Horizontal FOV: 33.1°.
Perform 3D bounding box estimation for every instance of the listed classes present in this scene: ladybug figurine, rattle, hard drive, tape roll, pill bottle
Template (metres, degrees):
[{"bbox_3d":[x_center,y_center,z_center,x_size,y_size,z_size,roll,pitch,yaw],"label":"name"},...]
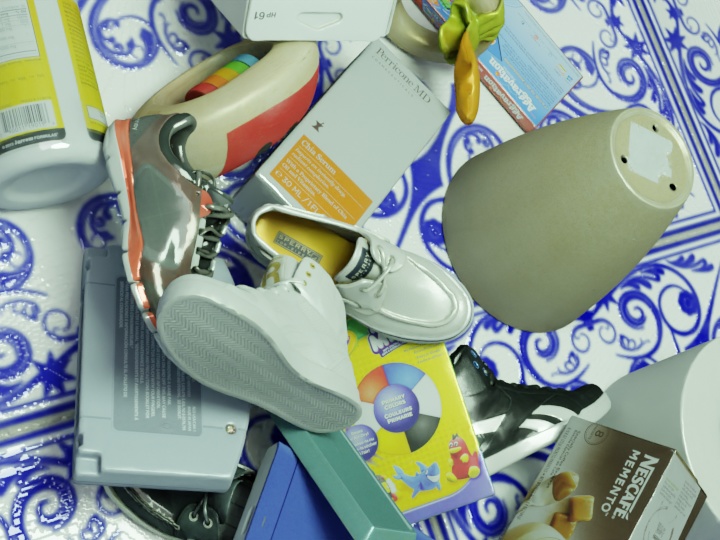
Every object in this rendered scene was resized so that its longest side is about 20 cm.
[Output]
[{"bbox_3d":[-0.105,-0.136,1.013,0.200,0.135,0.073,-40,120,-31],"label":"ladybug figurine"},{"bbox_3d":[0.027,-0.229,1.124,0.198,0.130,0.145,26,74,-13],"label":"rattle"},{"bbox_3d":[-0.005,0.235,0.904,0.199,0.025,0.133,35,49,-18],"label":"hard drive"},{"bbox_3d":[0.328,0.173,1.121,0.200,0.139,0.206,11,66,-25],"label":"tape roll"},{"bbox_3d":[-0.264,-0.158,0.935,0.111,0.112,0.203,-8,75,-31],"label":"pill bottle"}]

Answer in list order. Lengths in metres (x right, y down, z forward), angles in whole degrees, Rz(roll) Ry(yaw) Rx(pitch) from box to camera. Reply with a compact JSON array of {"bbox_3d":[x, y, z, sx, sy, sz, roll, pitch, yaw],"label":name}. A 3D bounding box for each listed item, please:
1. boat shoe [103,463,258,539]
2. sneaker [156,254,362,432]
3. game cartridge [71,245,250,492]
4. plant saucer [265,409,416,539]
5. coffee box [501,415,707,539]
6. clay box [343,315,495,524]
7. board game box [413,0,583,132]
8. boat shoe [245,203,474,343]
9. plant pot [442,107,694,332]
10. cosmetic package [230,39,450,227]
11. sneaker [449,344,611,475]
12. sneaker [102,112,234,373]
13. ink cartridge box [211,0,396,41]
[{"bbox_3d":[-0.100,0.181,0.923,0.198,0.066,0.075,33,59,-14],"label":"boat shoe"},{"bbox_3d":[-0.076,0.031,0.884,0.200,0.073,0.117,40,33,-43],"label":"sneaker"},{"bbox_3d":[-0.149,0.073,0.919,0.131,0.041,0.202,5,52,-15],"label":"game cartridge"},{"bbox_3d":[-0.026,0.137,0.932,0.070,0.019,0.200,22,23,-50],"label":"plant saucer"},{"bbox_3d":[0.183,0.235,0.992,0.080,0.114,0.201,47,69,-38],"label":"coffee box"},{"bbox_3d":[0.026,0.107,1.003,0.113,0.048,0.203,-20,80,2],"label":"clay box"},{"bbox_3d":[0.137,-0.246,1.246,0.200,0.019,0.103,49,55,-4],"label":"board game box"},{"bbox_3d":[0.000,0.000,0.958,0.198,0.070,0.072,27,84,0],"label":"boat shoe"},{"bbox_3d":[0.202,-0.064,1.105,0.185,0.200,0.190,10,66,-24],"label":"plant pot"},{"bbox_3d":[-0.016,-0.101,1.075,0.101,0.071,0.201,42,57,-8],"label":"cosmetic package"},{"bbox_3d":[0.132,0.109,1.075,0.198,0.073,0.113,-20,83,-32],"label":"sneaker"},{"bbox_3d":[-0.130,-0.027,0.891,0.081,0.077,0.203,-16,82,5],"label":"sneaker"},{"bbox_3d":[-0.072,-0.281,1.048,0.143,0.086,0.201,-7,41,-31],"label":"ink cartridge box"}]
